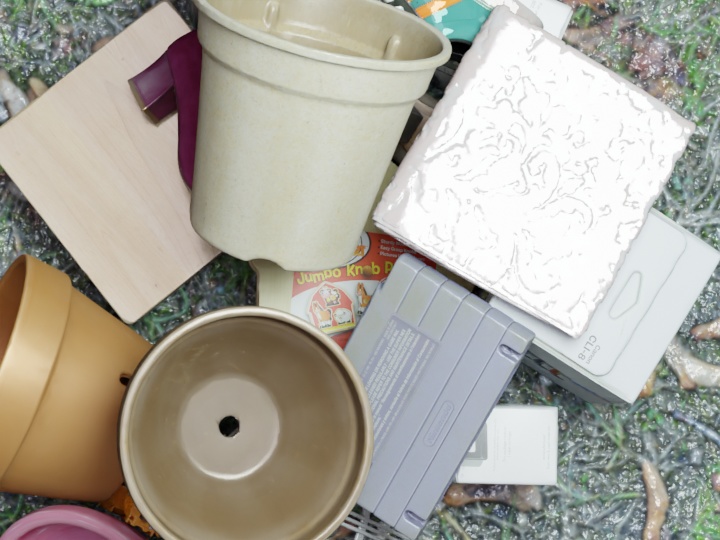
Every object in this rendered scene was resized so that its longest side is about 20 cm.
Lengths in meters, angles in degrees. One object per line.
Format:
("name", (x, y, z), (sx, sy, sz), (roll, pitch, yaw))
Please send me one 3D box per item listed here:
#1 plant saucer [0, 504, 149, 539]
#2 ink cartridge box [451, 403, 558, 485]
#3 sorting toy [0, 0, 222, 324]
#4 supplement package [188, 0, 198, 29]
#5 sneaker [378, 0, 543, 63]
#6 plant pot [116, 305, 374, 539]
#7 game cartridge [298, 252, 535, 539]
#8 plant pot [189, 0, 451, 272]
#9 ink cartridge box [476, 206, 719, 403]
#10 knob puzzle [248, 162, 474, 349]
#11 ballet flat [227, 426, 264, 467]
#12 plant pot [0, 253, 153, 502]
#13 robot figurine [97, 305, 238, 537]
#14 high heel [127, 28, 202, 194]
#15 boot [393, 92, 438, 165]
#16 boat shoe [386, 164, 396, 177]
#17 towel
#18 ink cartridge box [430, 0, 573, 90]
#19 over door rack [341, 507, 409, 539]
("plant saucer", (-0.218, 0.283, 1.631), (0.199, 0.051, 0.202), (10, 114, 24))
("ink cartridge box", (0.062, 0.145, 1.665), (0.198, 0.116, 0.068), (2, 86, -2))
("sorting toy", (-0.183, -0.090, 1.690), (0.198, 0.070, 0.200), (-38, 89, -5))
("supplement package", (-0.099, -0.280, 1.643), (0.109, 0.200, 0.115), (-12, 86, -4))
("sneaker", (0.045, -0.214, 1.566), (0.199, 0.071, 0.080), (31, 82, -2))
("plant pot", (-0.095, 0.126, 1.536), (0.199, 0.093, 0.202), (-1, 93, -14))
("game cartridge", (0.038, 0.100, 1.564), (0.129, 0.038, 0.201), (34, 111, 14))
("plant pot", (-0.049, -0.108, 1.495), (0.199, 0.201, 0.185), (13, 112, -2))
("ink cartridge box", (0.188, 0.016, 1.639), (0.144, 0.200, 0.146), (32, 84, -1))
("knob puzzle", (0.000, 0.000, 1.646), (0.218, 0.030, 0.221), (3, 80, -16))
("ballet flat", (-0.104, 0.192, 1.621), (0.073, 0.073, 0.201), (25, 80, -1))
("plant pot", (-0.253, 0.105, 1.621), (0.139, 0.200, 0.201), (24, 85, -17))
("robot figurine", (-0.145, 0.124, 1.644), (0.058, 0.145, 0.201), (33, 81, -20))
("high heel", (-0.108, -0.109, 1.615), (0.096, 0.067, 0.201), (-34, 65, 4))
("boot", (0.021, -0.144, 1.694), (0.070, 0.200, 0.146), (-50, 54, 4))
("boat shoe", (0.014, -0.050, 1.698), (0.068, 0.072, 0.200), (-42, 92, -7))
("towel", (0.137, -0.076, 1.531), (0.190, 0.032, 0.201), (30, 86, 0))
("ink cartridge box", (0.067, -0.214, 1.675), (0.199, 0.146, 0.084), (24, 85, -1))
("over door rack", (-0.027, 0.285, 1.628), (0.066, 0.148, 0.201), (-6, 67, 35))
